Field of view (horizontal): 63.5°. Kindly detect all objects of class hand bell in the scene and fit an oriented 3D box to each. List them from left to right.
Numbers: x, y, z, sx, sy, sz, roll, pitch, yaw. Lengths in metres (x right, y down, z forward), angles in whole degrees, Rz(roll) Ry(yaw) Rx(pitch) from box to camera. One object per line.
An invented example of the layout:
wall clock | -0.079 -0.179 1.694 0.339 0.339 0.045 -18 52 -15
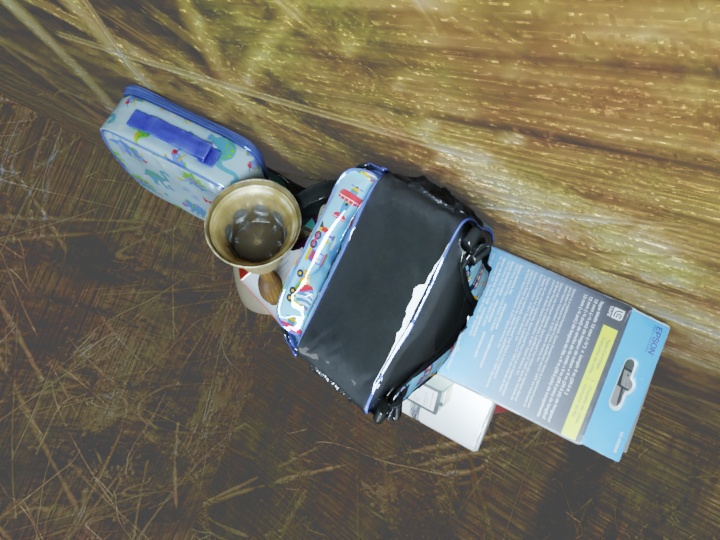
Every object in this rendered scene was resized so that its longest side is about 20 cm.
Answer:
hand bell | -0.115 -0.006 0.690 0.101 0.106 0.202 23 155 9

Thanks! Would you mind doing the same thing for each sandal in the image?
sandal | -0.072 -0.055 0.696 0.073 0.050 0.199 -15 177 -27

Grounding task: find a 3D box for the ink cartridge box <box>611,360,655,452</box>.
ink cartridge box | 0.348 0.171 0.870 0.197 0.150 0.083 26 174 -39

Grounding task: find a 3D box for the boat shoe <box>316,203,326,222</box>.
boat shoe | -0.033 -0.026 0.676 0.060 0.074 0.202 -8 151 -20

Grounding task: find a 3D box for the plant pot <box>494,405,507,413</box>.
plant pot | 0.216 0.125 0.947 0.195 0.205 0.178 23 167 11

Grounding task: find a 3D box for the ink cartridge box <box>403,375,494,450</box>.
ink cartridge box | 0.088 0.132 0.767 0.195 0.086 0.145 25 -169 17

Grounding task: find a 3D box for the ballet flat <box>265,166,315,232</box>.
ballet flat | -0.103 -0.095 0.833 0.195 0.070 0.068 26 -174 -6

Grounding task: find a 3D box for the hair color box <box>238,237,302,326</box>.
hair color box | -0.081 0.042 0.868 0.201 0.101 0.061 52 -179 -24

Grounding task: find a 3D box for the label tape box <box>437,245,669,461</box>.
label tape box | 0.195 0.083 0.611 0.195 0.147 0.066 24 177 10

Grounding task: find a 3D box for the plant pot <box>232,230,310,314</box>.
plant pot | -0.131 -0.048 0.953 0.197 0.199 0.137 21 141 43

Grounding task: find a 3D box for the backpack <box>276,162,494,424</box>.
backpack | 0.039 0.013 0.522 0.132 0.187 0.199 31 -169 19

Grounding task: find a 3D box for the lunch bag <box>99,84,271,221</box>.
lunch bag | -0.203 -0.129 0.708 0.195 0.084 0.161 25 164 9
